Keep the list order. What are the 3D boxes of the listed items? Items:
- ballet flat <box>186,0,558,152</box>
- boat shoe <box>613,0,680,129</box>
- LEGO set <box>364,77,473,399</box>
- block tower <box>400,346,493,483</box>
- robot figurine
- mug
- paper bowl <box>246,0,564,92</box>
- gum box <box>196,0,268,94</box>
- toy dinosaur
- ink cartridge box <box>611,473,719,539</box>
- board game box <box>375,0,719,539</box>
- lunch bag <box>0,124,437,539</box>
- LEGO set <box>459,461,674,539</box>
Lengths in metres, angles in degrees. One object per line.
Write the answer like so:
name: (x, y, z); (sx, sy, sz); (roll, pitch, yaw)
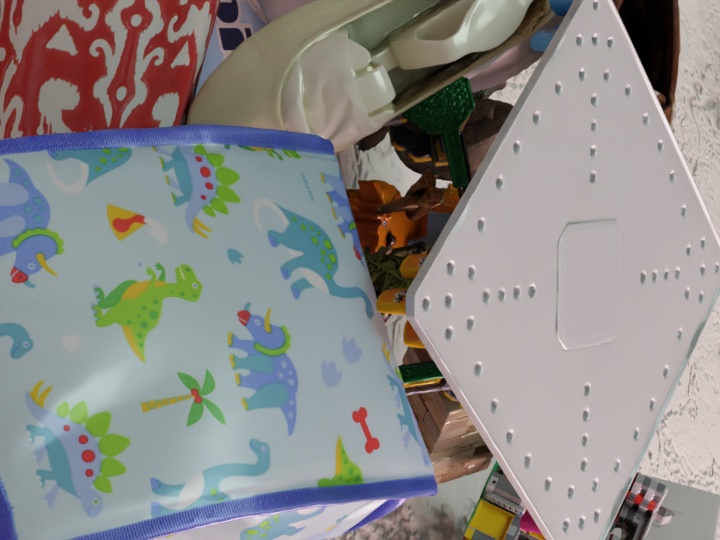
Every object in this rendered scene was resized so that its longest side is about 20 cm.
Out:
ballet flat: (0.013, -0.100, 0.874); (0.199, 0.069, 0.070); (-31, 109, -16)
boat shoe: (0.130, -0.080, 0.994); (0.070, 0.070, 0.202); (26, 53, -24)
LEGO set: (0.000, 0.000, 0.955); (0.116, 0.152, 0.202); (117, -45, -71)
block tower: (0.063, 0.048, 1.069); (0.057, 0.201, 0.054); (-15, 56, -25)
robot figurine: (0.045, -0.023, 1.116); (0.199, 0.144, 0.059); (1, 94, -47)
mug: (-0.116, -0.155, 0.878); (0.178, 0.132, 0.202); (-96, -162, -74)
paper bowl: (0.020, -0.173, 0.989); (0.201, 0.199, 0.105); (52, 40, -34)
gum box: (-0.093, -0.164, 1.038); (0.199, 0.044, 0.172); (-10, 87, -59)
toy dinosaur: (0.057, -0.079, 1.109); (0.101, 0.200, 0.078); (-15, 119, -19)
ink cartridge box: (0.165, 0.250, 1.201); (0.146, 0.087, 0.201); (95, 10, -45)
board game box: (0.097, 0.005, 0.881); (0.201, 0.026, 0.201); (-59, 135, -30)
lunch bag: (-0.086, 0.037, 0.763); (0.199, 0.127, 0.172); (2, 63, -52)
LEGO set: (0.105, 0.193, 1.098); (0.200, 0.115, 0.155); (-56, 168, -51)
